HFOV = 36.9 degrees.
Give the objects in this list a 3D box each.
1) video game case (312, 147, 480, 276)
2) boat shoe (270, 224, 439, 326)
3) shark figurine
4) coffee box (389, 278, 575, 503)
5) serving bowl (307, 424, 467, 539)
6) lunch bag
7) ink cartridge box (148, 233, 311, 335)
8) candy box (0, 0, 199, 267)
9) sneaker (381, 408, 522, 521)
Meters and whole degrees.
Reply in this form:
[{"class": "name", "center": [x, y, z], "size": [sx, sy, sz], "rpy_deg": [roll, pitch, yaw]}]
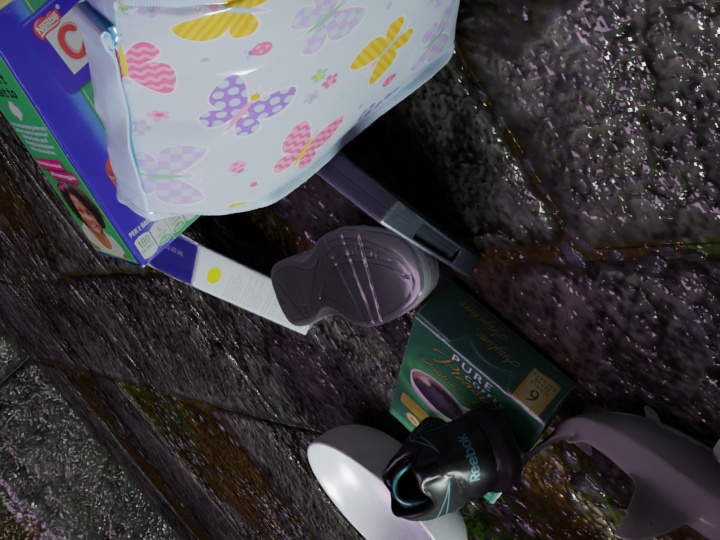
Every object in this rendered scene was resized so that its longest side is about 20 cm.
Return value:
[{"class": "video game case", "center": [-0.005, -0.057, 0.658], "size": [0.142, 0.019, 0.200], "rpy_deg": [39, -174, 20]}, {"class": "boat shoe", "center": [0.000, 0.002, 0.822], "size": [0.201, 0.064, 0.075], "rpy_deg": [-18, 94, 59]}, {"class": "shark figurine", "center": [0.174, 0.135, 0.687], "size": [0.213, 0.089, 0.129], "rpy_deg": [22, 145, 43]}, {"class": "coffee box", "center": [0.087, 0.100, 0.834], "size": [0.123, 0.044, 0.201], "rpy_deg": [40, 156, 17]}, {"class": "serving bowl", "center": [0.037, 0.227, 1.096], "size": [0.199, 0.066, 0.201], "rpy_deg": [38, 156, 20]}, {"class": "lunch bag", "center": [-0.045, -0.132, 0.496], "size": [0.127, 0.200, 0.170], "rpy_deg": [39, 157, 17]}, {"class": "ink cartridge box", "center": [-0.166, -0.013, 0.992], "size": [0.199, 0.048, 0.197], "rpy_deg": [26, 178, -43]}, {"class": "candy box", "center": [-0.153, -0.136, 0.719], "size": [0.076, 0.169, 0.201], "rpy_deg": [9, 138, 48]}, {"class": "sneaker", "center": [0.047, 0.149, 0.805], "size": [0.076, 0.078, 0.200], "rpy_deg": [67, 159, 14]}]
